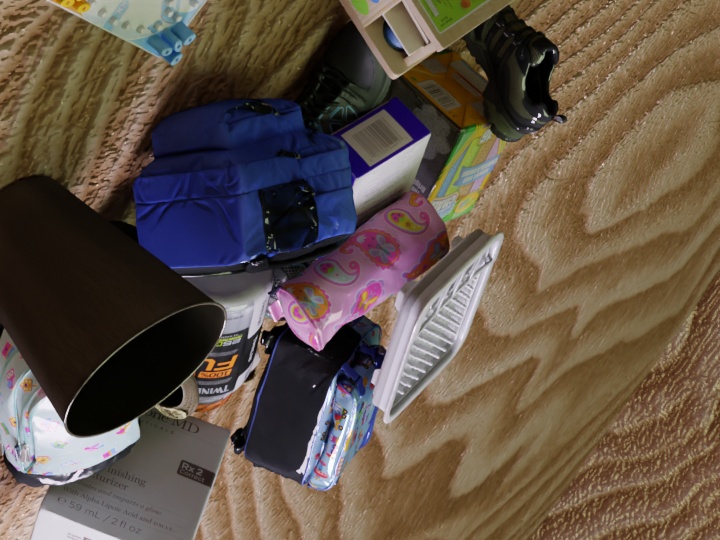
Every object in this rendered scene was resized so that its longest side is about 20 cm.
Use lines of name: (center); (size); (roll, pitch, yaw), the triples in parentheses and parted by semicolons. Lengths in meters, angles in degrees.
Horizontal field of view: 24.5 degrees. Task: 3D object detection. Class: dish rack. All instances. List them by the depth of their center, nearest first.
dish rack: (0.073, 0.052, 1.751); (0.172, 0.043, 0.201); (-43, 157, -42)

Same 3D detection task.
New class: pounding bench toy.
pounding bench toy: (0.042, -0.308, 1.570); (0.124, 0.201, 0.156); (-36, -173, -19)

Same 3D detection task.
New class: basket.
basket: (-0.248, 0.022, 1.466); (0.180, 0.200, 0.137); (-31, 154, -33)

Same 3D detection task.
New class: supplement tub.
supplement tub: (-0.166, 0.055, 1.779); (0.122, 0.122, 0.201); (-31, 153, -34)

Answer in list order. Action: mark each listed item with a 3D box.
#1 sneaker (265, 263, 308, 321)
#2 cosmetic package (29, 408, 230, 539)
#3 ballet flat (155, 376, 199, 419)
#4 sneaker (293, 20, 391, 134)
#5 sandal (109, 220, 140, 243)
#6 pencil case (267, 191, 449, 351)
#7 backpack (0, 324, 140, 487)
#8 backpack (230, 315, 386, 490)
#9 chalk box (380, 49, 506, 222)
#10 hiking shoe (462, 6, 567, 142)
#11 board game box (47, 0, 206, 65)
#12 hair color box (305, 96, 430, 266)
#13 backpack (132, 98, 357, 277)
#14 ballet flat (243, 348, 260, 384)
sneaker: (-0.046, -0.018, 1.904); (0.200, 0.077, 0.092); (-44, 167, -49)
cosmetic package: (-0.258, 0.265, 1.806); (0.201, 0.163, 0.166); (-74, -174, -50)
ballet flat: (-0.210, 0.102, 1.705); (0.201, 0.067, 0.047); (82, 17, -53)
sneaker: (-0.030, -0.171, 1.708); (0.082, 0.073, 0.201); (-29, 152, -48)
sandal: (-0.227, 0.013, 1.673); (0.201, 0.075, 0.048); (96, 10, -52)
pencil case: (0.000, 0.000, 1.735); (0.199, 0.087, 0.088); (-36, 156, -18)
backpack: (-0.289, 0.120, 1.647); (0.166, 0.127, 0.201); (-25, 146, -24)
backpack: (-0.038, 0.125, 1.864); (0.200, 0.134, 0.184); (-44, 155, -60)
chalk box: (0.073, -0.131, 1.905); (0.123, 0.124, 0.201); (-22, 148, -46)
hiking shoe: (0.172, -0.247, 1.802); (0.100, 0.202, 0.075); (-15, -177, 41)
board game box: (-0.150, -0.276, 1.382); (0.200, 0.026, 0.200); (-51, 158, 9)
hair color box: (-0.002, -0.084, 1.768); (0.109, 0.065, 0.201); (-33, 158, -29)
backpack: (-0.097, -0.082, 1.603); (0.199, 0.161, 0.170); (-10, 101, -51)
ballet flat: (-0.141, 0.070, 1.925); (0.070, 0.065, 0.201); (-41, 157, -20)
